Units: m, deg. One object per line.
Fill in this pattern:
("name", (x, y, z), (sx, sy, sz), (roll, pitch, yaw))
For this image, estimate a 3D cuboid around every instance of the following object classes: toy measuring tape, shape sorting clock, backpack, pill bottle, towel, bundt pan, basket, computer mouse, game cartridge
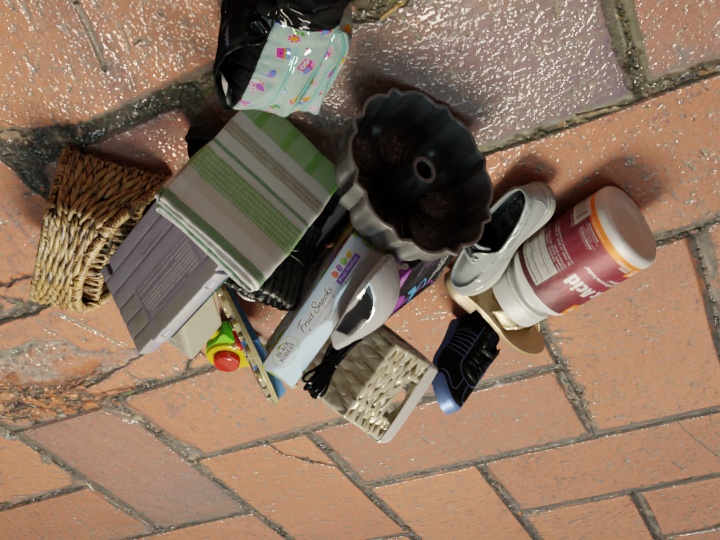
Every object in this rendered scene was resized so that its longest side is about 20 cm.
("toy measuring tape", (-0.182, 0.139, 1.436), (0.073, 0.075, 0.200), (-24, 134, 28))
("shape sorting clock", (-0.163, 0.099, 1.293), (0.039, 0.201, 0.201), (-28, 140, -7))
("backpack", (-0.078, -0.238, 0.906), (0.124, 0.170, 0.201), (8, 147, -17))
("pill bottle", (0.275, -0.012, 1.205), (0.113, 0.116, 0.199), (29, 133, -31))
("towel", (-0.119, -0.089, 1.021), (0.149, 0.201, 0.031), (43, 144, -9))
("bundt pan", (0.052, -0.100, 1.047), (0.199, 0.205, 0.075), (23, 150, -25))
("basket", (-0.016, 0.121, 1.269), (0.136, 0.199, 0.123), (-53, 144, -2))
("computer mouse", (0.000, 0.062, 1.046), (0.044, 0.110, 0.201), (38, 136, 7))
("basket", (-0.331, -0.030, 1.168), (0.147, 0.145, 0.201), (15, 139, -17))
("game cartridge", (-0.221, -0.008, 1.070), (0.200, 0.131, 0.038), (-43, 162, 30))

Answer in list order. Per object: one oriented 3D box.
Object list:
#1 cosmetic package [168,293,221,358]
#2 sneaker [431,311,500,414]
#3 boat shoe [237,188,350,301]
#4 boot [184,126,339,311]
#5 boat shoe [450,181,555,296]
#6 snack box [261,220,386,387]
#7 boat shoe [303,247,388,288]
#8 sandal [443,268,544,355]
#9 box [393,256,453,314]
("cosmetic package", (-0.252, 0.030, 1.235), (0.103, 0.073, 0.201), (35, 157, 11))
("sneaker", (0.157, 0.122, 1.316), (0.077, 0.201, 0.071), (-22, 116, 29))
("boat shoe", (-0.076, -0.035, 1.168), (0.201, 0.070, 0.066), (-51, 151, -4))
("boot", (-0.139, -0.062, 1.081), (0.209, 0.160, 0.079), (28, 169, -4))
("boat shoe", (0.167, -0.041, 1.191), (0.071, 0.071, 0.201), (-1, 141, -42))
("snack box", (-0.040, 0.029, 1.126), (0.053, 0.142, 0.201), (34, 106, -5))
("boat shoe", (0.000, 0.000, 1.240), (0.197, 0.075, 0.067), (-21, 151, 8))
("sandal", (0.217, 0.050, 1.316), (0.210, 0.079, 0.069), (33, 131, -26))
("box", (0.065, 0.002, 1.180), (0.036, 0.199, 0.144), (42, 137, 11))
